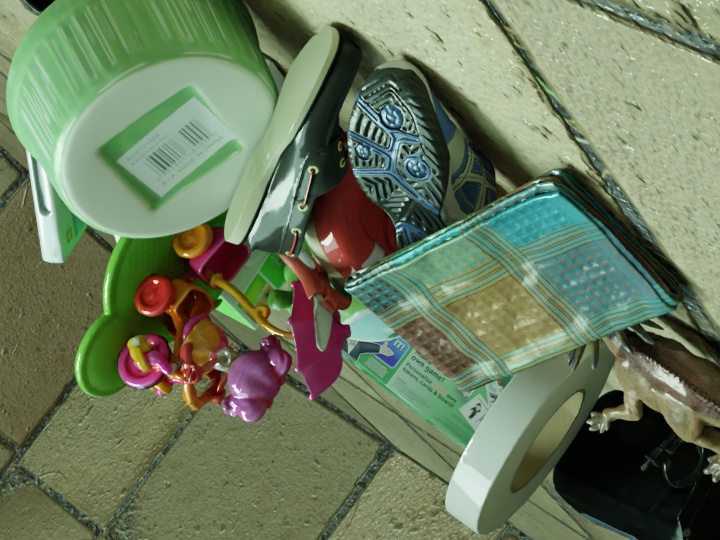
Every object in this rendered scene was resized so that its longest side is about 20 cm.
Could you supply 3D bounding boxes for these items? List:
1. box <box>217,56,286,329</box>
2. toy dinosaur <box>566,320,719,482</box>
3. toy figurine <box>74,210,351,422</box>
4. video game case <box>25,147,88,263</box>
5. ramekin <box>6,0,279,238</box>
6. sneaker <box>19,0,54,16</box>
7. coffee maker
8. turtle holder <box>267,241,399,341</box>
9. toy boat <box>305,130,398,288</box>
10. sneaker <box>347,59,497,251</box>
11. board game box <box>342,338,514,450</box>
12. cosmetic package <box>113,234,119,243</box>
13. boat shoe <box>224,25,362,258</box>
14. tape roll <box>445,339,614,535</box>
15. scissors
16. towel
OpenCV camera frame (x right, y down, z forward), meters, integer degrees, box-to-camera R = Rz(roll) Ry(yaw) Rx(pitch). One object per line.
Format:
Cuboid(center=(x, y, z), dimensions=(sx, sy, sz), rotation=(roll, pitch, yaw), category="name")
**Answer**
Cuboid(center=(-0.117, -0.077, 1.713), dimensions=(0.097, 0.177, 0.200), rotation=(27, 167, 32), category="box")
Cuboid(center=(0.225, 0.077, 1.468), dimensions=(0.200, 0.086, 0.136), rotation=(26, 160, 31), category="toy dinosaur")
Cuboid(center=(-0.101, 0.052, 1.566), dimensions=(0.184, 0.200, 0.150), rotation=(29, 170, 32), category="toy figurine")
Cuboid(center=(-0.230, -0.135, 1.653), dimensions=(0.022, 0.200, 0.182), rotation=(6, 125, 12), category="video game case")
Cuboid(center=(-0.155, -0.119, 1.487), dimensions=(0.200, 0.200, 0.098), rotation=(47, -170, -49), category="ramekin")
Cuboid(center=(-0.247, -0.251, 1.589), dimensions=(0.071, 0.098, 0.200), rotation=(40, 173, -28), category="sneaker")
Cuboid(center=(0.269, 0.177, 1.745), dimensions=(0.200, 0.135, 0.192), rotation=(22, 142, 58), category="coffee maker")
Cuboid(center=(0.001, 0.005, 1.681), dimensions=(0.132, 0.186, 0.141), rotation=(24, -142, -17), category="turtle holder")
Cuboid(center=(0.055, -0.033, 1.531), dimensions=(0.200, 0.131, 0.131), rotation=(39, 142, -15), category="toy boat")
Cuboid(center=(0.048, -0.070, 1.403), dimensions=(0.076, 0.077, 0.200), rotation=(7, 136, 29), category="sneaker")
Cuboid(center=(0.076, 0.065, 1.840), dimensions=(0.200, 0.135, 0.029), rotation=(38, 172, -2), category="board game box")
Cuboid(center=(-0.179, -0.068, 1.901), dimensions=(0.113, 0.081, 0.200), rotation=(56, -168, -14), category="cosmetic package")
Cuboid(center=(-0.039, -0.091, 1.444), dimensions=(0.063, 0.202, 0.074), rotation=(16, -141, -12), category="boat shoe")
Cuboid(center=(0.145, 0.136, 1.699), dimensions=(0.037, 0.203, 0.203), rotation=(34, 171, 18), category="tape roll")
Cuboid(center=(-0.022, 0.028, 1.480), dimensions=(0.073, 0.014, 0.200), rotation=(38, -169, -26), category="scissors")
Cuboid(center=(0.106, 0.014, 1.390), dimensions=(0.200, 0.022, 0.147), rotation=(-27, 125, 35), category="towel")
